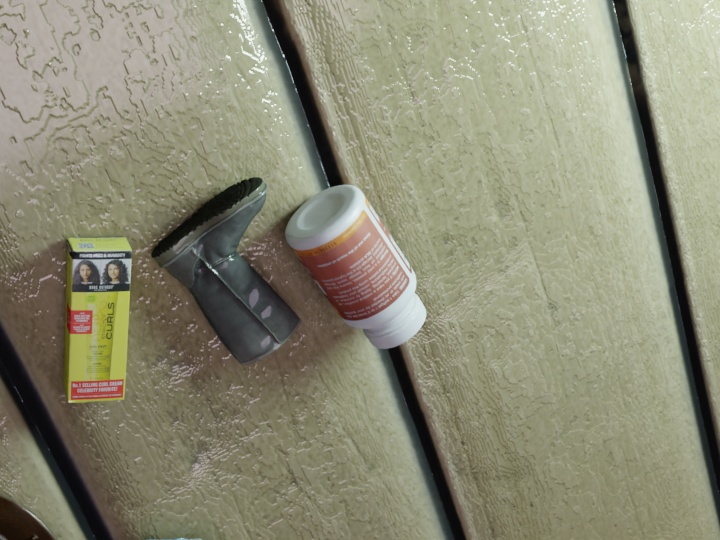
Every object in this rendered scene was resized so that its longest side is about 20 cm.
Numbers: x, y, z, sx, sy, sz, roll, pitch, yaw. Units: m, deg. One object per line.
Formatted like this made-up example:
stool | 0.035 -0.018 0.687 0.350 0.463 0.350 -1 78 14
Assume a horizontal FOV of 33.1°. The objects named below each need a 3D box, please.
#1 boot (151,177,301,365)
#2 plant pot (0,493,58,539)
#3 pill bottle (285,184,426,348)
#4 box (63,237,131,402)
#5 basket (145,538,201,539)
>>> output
boot | -0.137 0.004 1.506 0.182 0.073 0.200 -35 113 13
plant pot | -0.486 0.410 1.492 0.198 0.200 0.200 -43 119 10
pill bottle | 0.000 0.000 1.530 0.112 0.112 0.200 -35 118 -3
box | -0.321 0.060 1.475 0.075 0.050 0.201 0 112 -21
basket | -0.229 0.449 1.584 0.139 0.200 0.177 6 111 -22
